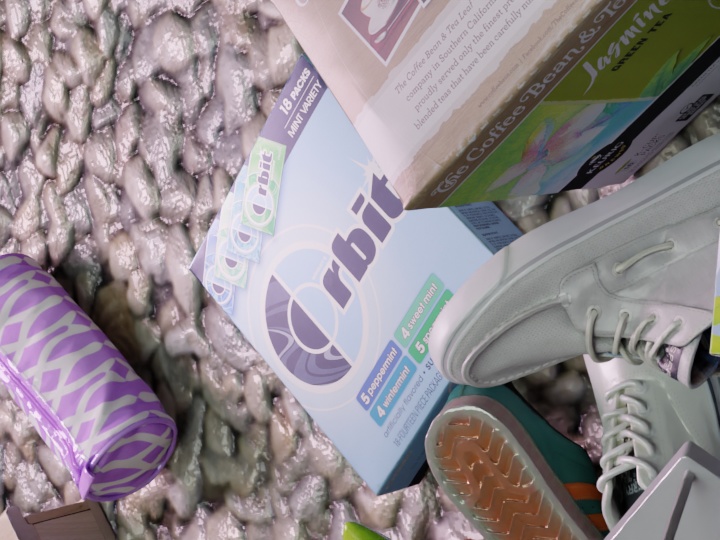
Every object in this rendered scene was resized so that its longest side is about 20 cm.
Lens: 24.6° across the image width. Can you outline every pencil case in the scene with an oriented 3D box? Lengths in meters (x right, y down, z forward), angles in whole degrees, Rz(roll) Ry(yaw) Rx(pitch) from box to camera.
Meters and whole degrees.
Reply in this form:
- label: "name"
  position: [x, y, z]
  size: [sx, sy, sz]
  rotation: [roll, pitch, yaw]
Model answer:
- label: "pencil case"
  position: [-0.211, 0.071, 1.143]
  size: [0.200, 0.085, 0.085]
  rotation: [42, 119, 29]

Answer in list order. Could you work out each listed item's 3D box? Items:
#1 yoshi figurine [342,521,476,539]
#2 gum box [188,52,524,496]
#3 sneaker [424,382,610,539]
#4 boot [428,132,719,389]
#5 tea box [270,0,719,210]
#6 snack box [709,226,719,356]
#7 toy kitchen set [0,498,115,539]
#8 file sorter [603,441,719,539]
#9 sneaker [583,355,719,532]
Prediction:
- label: "yoshi figurine"
  position: [0.003, 0.215, 0.896]
  size: [0.111, 0.199, 0.114]
  rotation: [23, 110, 36]
- label: "gum box"
  position: [0.000, 0.000, 0.975]
  size: [0.200, 0.044, 0.171]
  rotation: [48, 124, 27]
- label: "sneaker"
  position: [0.111, 0.142, 0.886]
  size: [0.071, 0.080, 0.201]
  rotation: [-28, 97, 28]
- label: "boot"
  position: [0.130, 0.019, 0.793]
  size: [0.199, 0.074, 0.096]
  rotation: [-34, 50, 11]
- label: "tea box"
  position: [0.102, -0.145, 0.767]
  size: [0.200, 0.196, 0.134]
  rotation: [-47, 66, 35]
- label: "snack box"
  position: [0.219, -0.068, 0.692]
  size: [0.067, 0.168, 0.203]
  rotation: [8, 100, 40]
- label: "toy kitchen set"
  position: [-0.323, 0.191, 1.204]
  size: [0.200, 0.162, 0.182]
  rotation: [-45, 67, 35]
- label: "file sorter"
  position: [0.180, 0.209, 0.735]
  size: [0.199, 0.125, 0.139]
  rotation: [34, 125, 2]
- label: "sneaker"
  position: [0.151, 0.091, 0.836]
  size: [0.073, 0.070, 0.202]
  rotation: [-29, 77, 39]
